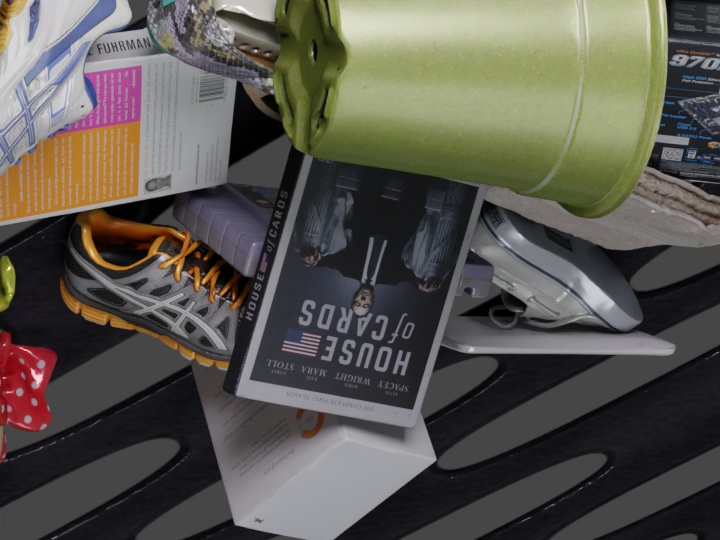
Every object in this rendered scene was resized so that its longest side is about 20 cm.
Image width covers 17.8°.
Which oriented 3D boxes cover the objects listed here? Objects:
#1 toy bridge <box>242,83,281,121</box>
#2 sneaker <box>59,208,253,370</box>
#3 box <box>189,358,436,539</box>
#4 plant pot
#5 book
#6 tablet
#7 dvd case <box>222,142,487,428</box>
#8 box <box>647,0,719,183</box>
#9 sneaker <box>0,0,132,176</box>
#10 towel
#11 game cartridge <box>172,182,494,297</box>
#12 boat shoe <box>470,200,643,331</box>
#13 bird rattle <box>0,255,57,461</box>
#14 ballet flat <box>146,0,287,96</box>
[{"bbox_3d":[-0.047,-0.139,1.533,0.067,0.027,0.200,-22,146,6],"label":"toy bridge"},{"bbox_3d":[-0.121,0.010,1.618,0.200,0.078,0.077,12,135,11],"label":"sneaker"},{"bbox_3d":[-0.043,0.080,1.698,0.097,0.200,0.124,17,134,-42],"label":"box"},{"bbox_3d":[0.053,-0.130,1.373,0.190,0.200,0.200,-1,143,-19],"label":"plant pot"},{"bbox_3d":[-0.182,-0.097,1.514,0.200,0.048,0.134,-9,142,-16],"label":"book"},{"bbox_3d":[0.136,0.050,1.841,0.200,0.130,0.014,2,97,-28],"label":"tablet"},{"bbox_3d":[0.000,0.000,1.558,0.150,0.025,0.200,12,96,-32],"label":"dvd case"},{"bbox_3d":[0.259,-0.124,1.626,0.200,0.046,0.159,6,146,3],"label":"box"},{"bbox_3d":[-0.208,-0.097,1.420,0.088,0.075,0.200,17,115,-29],"label":"sneaker"},{"bbox_3d":[0.188,-0.047,1.714,0.132,0.035,0.200,-3,166,42],"label":"towel"},{"bbox_3d":[-0.020,-0.024,1.631,0.200,0.130,0.038,5,112,-32],"label":"game cartridge"},{"bbox_3d":[0.137,0.011,1.801,0.086,0.075,0.202,-35,141,24],"label":"boat shoe"},{"bbox_3d":[-0.288,0.084,1.636,0.113,0.163,0.200,-1,138,6],"label":"bird rattle"},{"bbox_3d":[-0.037,-0.140,1.444,0.200,0.072,0.072,16,134,-38],"label":"ballet flat"}]
